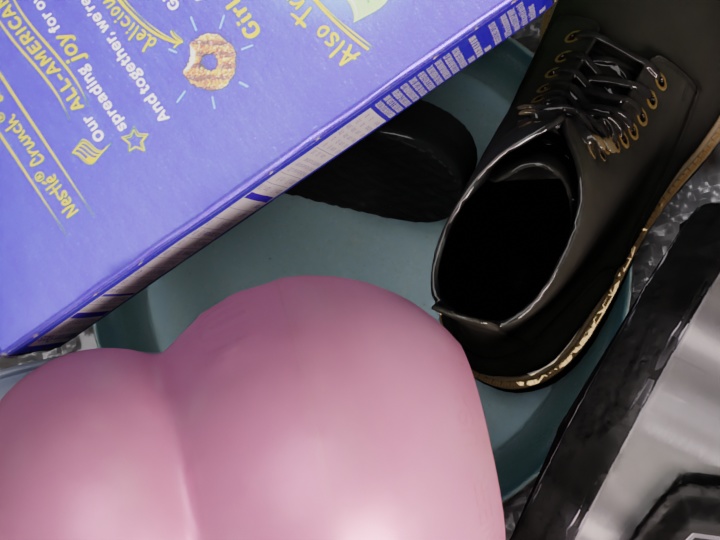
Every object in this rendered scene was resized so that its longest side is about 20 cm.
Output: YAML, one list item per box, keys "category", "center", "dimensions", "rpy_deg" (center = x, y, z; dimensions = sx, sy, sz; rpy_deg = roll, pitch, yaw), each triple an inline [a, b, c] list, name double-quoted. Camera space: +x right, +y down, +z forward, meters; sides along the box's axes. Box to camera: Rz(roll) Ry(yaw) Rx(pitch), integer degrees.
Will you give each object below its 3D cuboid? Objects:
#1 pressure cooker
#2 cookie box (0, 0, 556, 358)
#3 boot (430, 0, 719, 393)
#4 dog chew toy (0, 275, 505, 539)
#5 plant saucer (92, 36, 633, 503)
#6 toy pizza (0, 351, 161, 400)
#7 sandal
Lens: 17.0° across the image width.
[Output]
- category: "pressure cooker"
  center: [0.160, 0.090, 0.772]
  dimensions: [0.200, 0.176, 0.179]
  rpy_deg: [29, 73, 10]
- category: "cookie box"
  center: [-0.068, -0.098, 0.741]
  dimensions: [0.200, 0.075, 0.171]
  rpy_deg: [-34, 84, 4]
- category: "boot"
  center: [0.082, -0.058, 0.791]
  dimensions: [0.077, 0.138, 0.201]
  rpy_deg: [19, 85, 10]
- category: "dog chew toy"
  center: [-0.061, 0.073, 0.718]
  dimensions: [0.199, 0.125, 0.125]
  rpy_deg: [-11, 82, -4]
- category: "plant saucer"
  center: [0.000, 0.000, 0.881]
  dimensions: [0.199, 0.027, 0.201]
  rpy_deg: [-1, 83, 9]
- category: "toy pizza"
  center: [-0.109, 0.097, 0.820]
  dimensions: [0.200, 0.200, 0.032]
  rpy_deg: [-34, 47, 4]
- category: "sandal"
  center: [-0.053, -0.069, 0.857]
  dimensions: [0.200, 0.075, 0.048]
  rpy_deg: [18, 62, 3]
